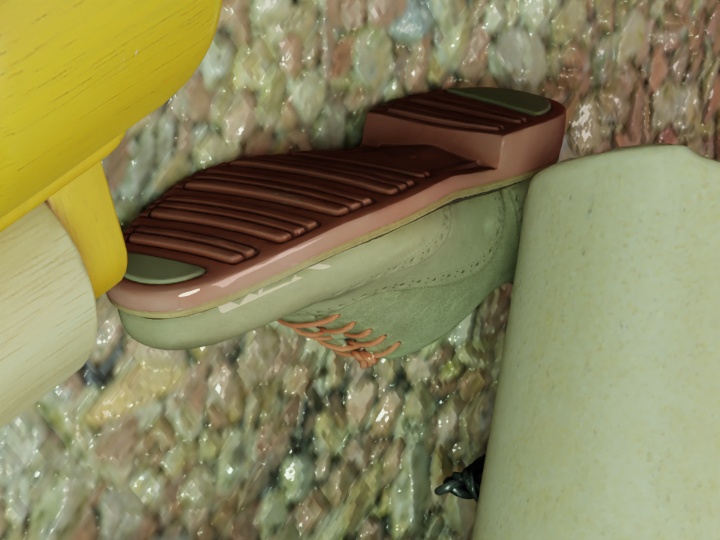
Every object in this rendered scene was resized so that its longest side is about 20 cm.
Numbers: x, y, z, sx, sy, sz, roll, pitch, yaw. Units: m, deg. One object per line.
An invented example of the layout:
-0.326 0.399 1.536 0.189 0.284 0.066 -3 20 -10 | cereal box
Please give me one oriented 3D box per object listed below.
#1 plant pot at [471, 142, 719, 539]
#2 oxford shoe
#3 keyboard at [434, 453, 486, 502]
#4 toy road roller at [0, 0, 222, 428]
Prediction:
0.115 0.063 0.820 0.200 0.200 0.185 14 76 -52 | plant pot
0.000 0.000 0.825 0.200 0.070 0.075 -21 119 -46 | oxford shoe
0.054 0.115 0.929 0.200 0.020 0.128 -17 103 -62 | keyboard
-0.101 -0.033 0.629 0.123 0.145 0.201 -38 128 -38 | toy road roller
